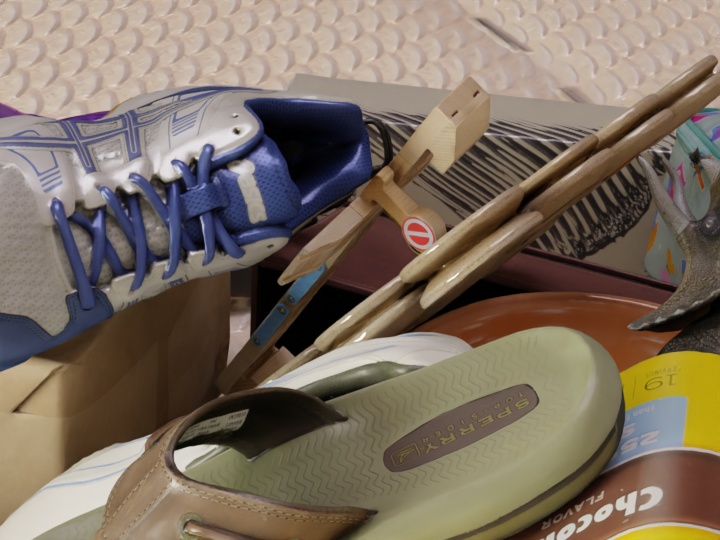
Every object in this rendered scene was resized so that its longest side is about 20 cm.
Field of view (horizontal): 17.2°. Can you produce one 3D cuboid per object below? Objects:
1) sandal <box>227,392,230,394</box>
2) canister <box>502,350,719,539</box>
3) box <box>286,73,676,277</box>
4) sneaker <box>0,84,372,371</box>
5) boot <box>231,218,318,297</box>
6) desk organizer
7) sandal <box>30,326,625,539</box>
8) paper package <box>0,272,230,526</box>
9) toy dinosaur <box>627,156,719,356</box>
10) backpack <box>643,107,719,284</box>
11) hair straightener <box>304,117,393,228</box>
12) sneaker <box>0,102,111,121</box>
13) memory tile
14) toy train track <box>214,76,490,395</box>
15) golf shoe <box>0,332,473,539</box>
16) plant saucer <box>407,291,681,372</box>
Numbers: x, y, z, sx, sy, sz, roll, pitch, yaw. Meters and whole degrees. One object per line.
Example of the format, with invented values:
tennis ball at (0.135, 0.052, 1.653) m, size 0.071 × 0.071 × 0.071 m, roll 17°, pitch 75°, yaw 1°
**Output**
sandal at (0.037, 0.061, 0.908) m, size 0.211 × 0.070 × 0.078 m, roll 17°, pitch 25°, yaw 30°
canister at (0.056, 0.122, 0.623) m, size 0.148 × 0.087 × 0.200 m, roll -35°, pitch 18°, yaw 26°
box at (0.058, -0.042, 1.168) m, size 0.199 × 0.082 × 0.068 m, roll 5°, pitch 22°, yaw 4°
sneaker at (-0.070, -0.025, 0.783) m, size 0.088 × 0.075 × 0.200 m, roll -7°, pitch 16°, yaw 33°
boot at (-0.114, -0.021, 1.101) m, size 0.200 × 0.074 × 0.075 m, roll 8°, pitch -23°, yaw -28°
desk organizer at (0.056, 0.035, 0.980) m, size 0.200 × 0.072 × 0.077 m, roll 15°, pitch 26°, yaw 26°
sandal at (-0.027, 0.058, 0.637) m, size 0.201 × 0.057 × 0.080 m, roll -28°, pitch 38°, yaw -5°
paper package at (-0.163, 0.034, 0.893) m, size 0.190 × 0.104 × 0.200 m, roll 7°, pitch 22°, yaw 9°
toy dinosaur at (0.120, 0.059, 0.792) m, size 0.102 × 0.077 × 0.200 m, roll 11°, pitch 56°, yaw 22°
backpack at (0.223, -0.022, 1.053) m, size 0.175 × 0.154 × 0.200 m, roll 4°, pitch 9°, yaw -15°
hair straightener at (-0.067, -0.020, 1.005) m, size 0.200 × 0.041 × 0.077 m, roll -28°, pitch 7°, yaw 26°
sneaker at (-0.144, -0.039, 0.822) m, size 0.080 × 0.089 × 0.200 m, roll 20°, pitch 25°, yaw 40°
memory tile at (0.048, -0.011, 0.864) m, size 0.017 × 0.153 × 0.200 m, roll 53°, pitch 40°, yaw 3°
toy train track at (0.000, 0.000, 0.879) m, size 0.033 × 0.200 × 0.115 m, roll 44°, pitch 49°, yaw 3°
golf shoe at (-0.051, 0.074, 0.730) m, size 0.200 × 0.078 × 0.097 m, roll -31°, pitch -11°, yaw 0°
plant saucer at (0.088, 0.088, 0.820) m, size 0.200 × 0.038 × 0.200 m, roll 6°, pitch 43°, yaw -6°
